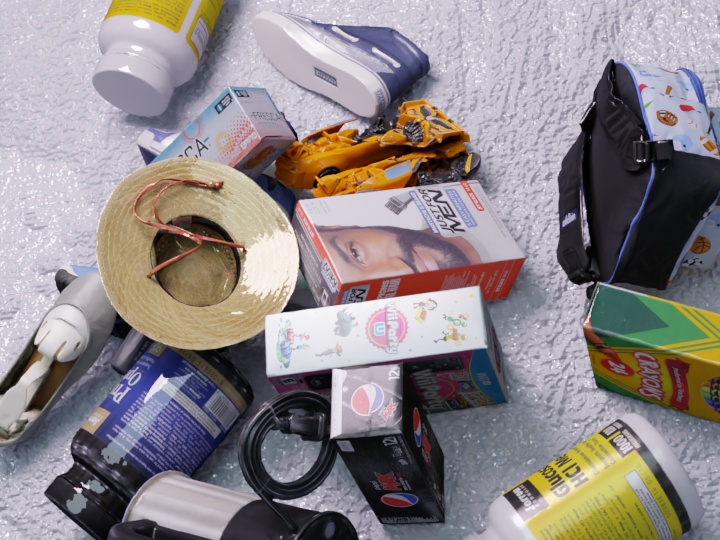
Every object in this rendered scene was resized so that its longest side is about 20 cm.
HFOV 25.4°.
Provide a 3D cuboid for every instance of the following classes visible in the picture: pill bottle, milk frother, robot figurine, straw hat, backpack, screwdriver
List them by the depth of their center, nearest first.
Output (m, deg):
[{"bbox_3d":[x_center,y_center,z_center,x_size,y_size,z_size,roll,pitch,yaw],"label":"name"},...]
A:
[{"bbox_3d":[0.183,0.219,1.369,0.199,0.113,0.113,-32,58,-5],"label":"pill bottle"},{"bbox_3d":[-0.108,0.200,1.385,0.187,0.180,0.201,8,73,34],"label":"milk frother"},{"bbox_3d":[0.274,-0.099,1.493,0.153,0.200,0.191,4,48,-18],"label":"backpack"},{"bbox_3d":[-0.201,0.160,1.506,0.112,0.112,0.200,31,71,28],"label":"pill bottle"},{"bbox_3d":[-0.156,-0.001,1.511,0.200,0.085,0.202,4,63,-8],"label":"straw hat"},{"bbox_3d":[-0.183,0.015,1.556,0.029,0.028,0.201,32,78,-12],"label":"screwdriver"},{"bbox_3d":[0.023,-0.114,1.600,0.199,0.058,0.145,-22,43,-26],"label":"robot figurine"},{"bbox_3d":[-0.219,-0.276,1.755,0.112,0.113,0.201,9,63,20],"label":"pill bottle"}]

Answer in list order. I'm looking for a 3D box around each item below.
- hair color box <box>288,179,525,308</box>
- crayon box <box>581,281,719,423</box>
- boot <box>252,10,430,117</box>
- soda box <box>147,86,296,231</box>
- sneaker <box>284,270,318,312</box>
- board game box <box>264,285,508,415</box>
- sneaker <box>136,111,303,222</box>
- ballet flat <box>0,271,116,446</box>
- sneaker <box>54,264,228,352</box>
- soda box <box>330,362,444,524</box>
[{"bbox_3d":[0.043,-0.020,1.519,0.199,0.064,0.111,-9,51,-26],"label":"hair color box"},{"bbox_3d":[0.301,0.083,1.409,0.199,0.127,0.051,15,65,23],"label":"crayon box"},{"bbox_3d":[-0.022,-0.238,1.725,0.200,0.073,0.090,36,58,28],"label":"boot"},{"bbox_3d":[-0.159,-0.095,1.580,0.200,0.063,0.069,-40,74,27],"label":"soda box"},{"bbox_3d":[0.000,0.000,1.565,0.200,0.074,0.119,19,73,26],"label":"sneaker"},{"bbox_3d":[0.026,0.083,1.466,0.199,0.148,0.065,-10,64,10],"label":"board game box"},{"bbox_3d":[-0.125,-0.113,1.673,0.199,0.081,0.115,21,56,28],"label":"sneaker"},{"bbox_3d":[-0.304,0.091,1.561,0.067,0.064,0.200,36,101,6],"label":"ballet flat"},{"bbox_3d":[-0.213,0.026,1.617,0.199,0.076,0.077,15,58,11],"label":"sneaker"},{"bbox_3d":[0.027,0.154,1.396,0.063,0.200,0.071,-5,59,11],"label":"soda box"}]
